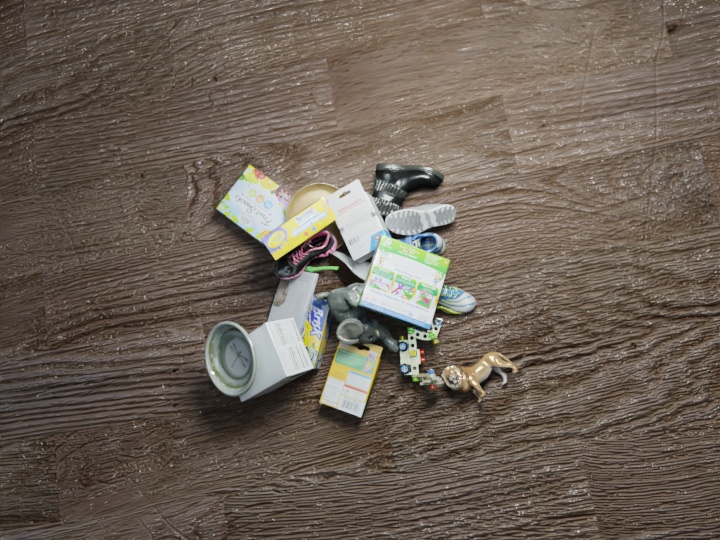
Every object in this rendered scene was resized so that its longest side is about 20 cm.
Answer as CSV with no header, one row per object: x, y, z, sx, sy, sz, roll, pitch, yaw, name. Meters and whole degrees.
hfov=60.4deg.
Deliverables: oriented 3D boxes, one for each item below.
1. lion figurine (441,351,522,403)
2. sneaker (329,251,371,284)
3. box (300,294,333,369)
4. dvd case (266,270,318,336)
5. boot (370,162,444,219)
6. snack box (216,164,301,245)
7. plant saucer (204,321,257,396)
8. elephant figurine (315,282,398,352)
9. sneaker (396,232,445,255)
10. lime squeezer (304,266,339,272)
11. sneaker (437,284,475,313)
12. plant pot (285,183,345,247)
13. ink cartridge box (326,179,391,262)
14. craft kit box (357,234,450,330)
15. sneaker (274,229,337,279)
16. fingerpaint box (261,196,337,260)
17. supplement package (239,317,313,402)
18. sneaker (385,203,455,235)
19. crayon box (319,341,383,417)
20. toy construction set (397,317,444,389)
0.328,0.275,1.683,0.200,0.073,0.123,-31,64,-12,lion figurine
0.000,0.000,1.781,0.200,0.073,0.085,36,52,20,sneaker
-0.127,0.175,1.754,0.064,0.070,0.201,12,82,14,box
-0.200,0.093,1.771,0.142,0.018,0.201,10,81,40,dvd case
0.127,-0.217,1.782,0.210,0.079,0.159,7,79,14,boot
-0.297,-0.186,1.841,0.200,0.068,0.169,37,85,12,snack box
-0.335,0.234,1.655,0.200,0.050,0.201,2,94,37,plant saucer
-0.007,0.143,1.691,0.141,0.155,0.201,-21,103,-36,elephant figurine
0.139,-0.065,1.753,0.199,0.082,0.074,-15,81,6,sneaker
-0.159,-0.034,1.804,0.200,0.038,0.071,36,104,24,lime squeezer
0.219,0.068,1.706,0.199,0.105,0.076,13,82,10,sneaker
-0.117,-0.152,1.797,0.199,0.027,0.201,0,93,-9,plant pot
-0.001,-0.137,1.726,0.116,0.067,0.201,-28,77,16,ink cartridge box
0.114,0.032,1.629,0.199,0.049,0.198,21,80,-7,craft kit box
-0.157,-0.051,1.728,0.200,0.095,0.079,-35,78,-8,sneaker
-0.170,-0.113,1.693,0.200,0.167,0.073,-35,98,-5,fingerpaint box
-0.256,0.245,1.698,0.200,0.111,0.156,-33,75,34,supplement package
0.166,-0.146,1.756,0.199,0.082,0.075,-7,104,-8,sneaker
-0.022,0.293,1.730,0.125,0.052,0.201,17,84,10,crayon box
0.170,0.229,1.700,0.131,0.092,0.201,-5,69,7,toy construction set
